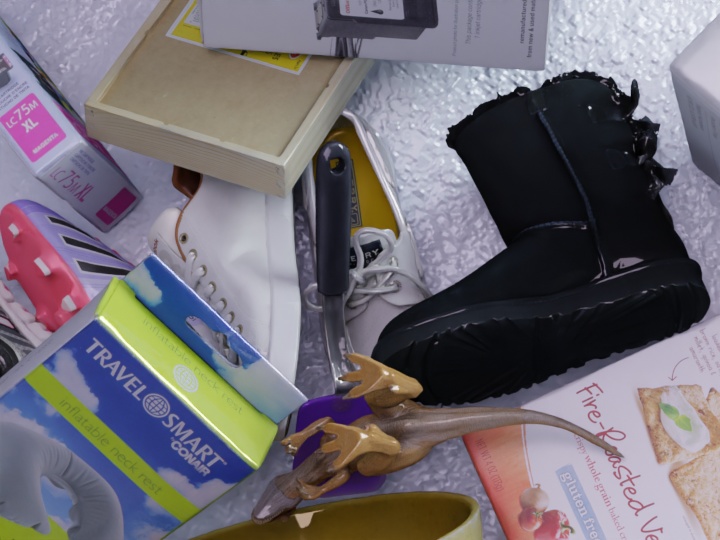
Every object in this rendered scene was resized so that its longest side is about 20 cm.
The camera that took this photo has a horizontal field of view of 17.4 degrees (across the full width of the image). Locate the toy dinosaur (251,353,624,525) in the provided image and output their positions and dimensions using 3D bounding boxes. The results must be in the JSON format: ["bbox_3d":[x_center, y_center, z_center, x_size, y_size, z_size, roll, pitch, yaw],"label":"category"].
[{"bbox_3d":[0.026,0.084,1.249,0.200,0.106,0.061,-15,67,18],"label":"toy dinosaur"}]

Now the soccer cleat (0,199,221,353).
[{"bbox_3d":[-0.132,0.025,1.368,0.076,0.067,0.200,-31,62,-31],"label":"soccer cleat"}]

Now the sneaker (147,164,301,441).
[{"bbox_3d":[-0.076,0.013,1.322,0.085,0.073,0.200,0,49,-8],"label":"sneaker"}]

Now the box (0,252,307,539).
[{"bbox_3d":[-0.139,0.092,1.258,0.122,0.048,0.200,44,122,-13],"label":"box"}]

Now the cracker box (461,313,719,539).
[{"bbox_3d":[0.173,0.111,1.279,0.200,0.058,0.134,-25,72,3],"label":"cracker box"}]

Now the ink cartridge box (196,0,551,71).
[{"bbox_3d":[0.012,-0.196,1.340,0.200,0.083,0.145,5,48,5],"label":"ink cartridge box"}]

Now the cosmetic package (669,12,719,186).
[{"bbox_3d":[0.295,-0.079,1.250,0.167,0.166,0.200,-45,71,-3],"label":"cosmetic package"}]

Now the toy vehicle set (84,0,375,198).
[{"bbox_3d":[-0.057,-0.133,1.358,0.124,0.027,0.200,19,51,16],"label":"toy vehicle set"}]

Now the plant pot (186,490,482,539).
[{"bbox_3d":[-0.021,0.212,1.236,0.200,0.200,0.142,-12,95,8],"label":"plant pot"}]

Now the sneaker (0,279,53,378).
[{"bbox_3d":[-0.244,0.036,1.354,0.200,0.087,0.074,40,115,19],"label":"sneaker"}]

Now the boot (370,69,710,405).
[{"bbox_3d":[0.086,-0.023,1.296,0.198,0.073,0.163,-16,54,-2],"label":"boot"}]

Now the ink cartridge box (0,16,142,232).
[{"bbox_3d":[-0.213,-0.119,1.384,0.042,0.119,0.200,-41,71,-1],"label":"ink cartridge box"}]

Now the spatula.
[{"bbox_3d":[-0.013,0.028,1.288,0.056,0.021,0.200,-6,100,-20],"label":"spatula"}]

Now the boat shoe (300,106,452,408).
[{"bbox_3d":[0.004,-0.002,1.327,0.074,0.086,0.202,-12,73,8],"label":"boat shoe"}]
